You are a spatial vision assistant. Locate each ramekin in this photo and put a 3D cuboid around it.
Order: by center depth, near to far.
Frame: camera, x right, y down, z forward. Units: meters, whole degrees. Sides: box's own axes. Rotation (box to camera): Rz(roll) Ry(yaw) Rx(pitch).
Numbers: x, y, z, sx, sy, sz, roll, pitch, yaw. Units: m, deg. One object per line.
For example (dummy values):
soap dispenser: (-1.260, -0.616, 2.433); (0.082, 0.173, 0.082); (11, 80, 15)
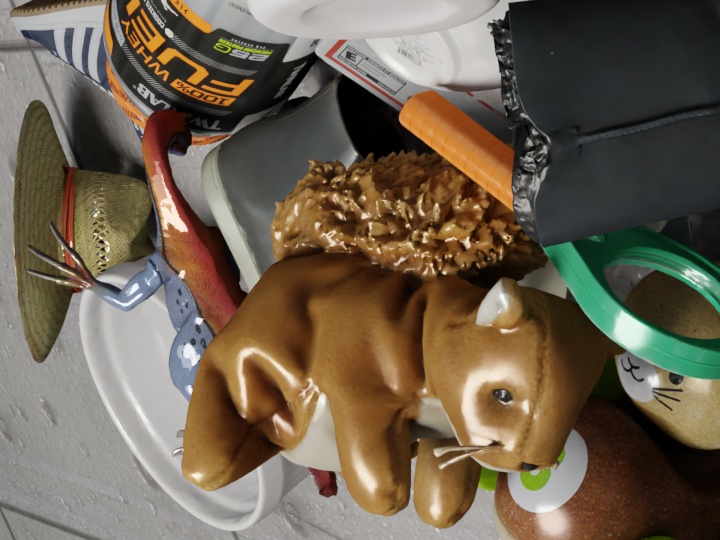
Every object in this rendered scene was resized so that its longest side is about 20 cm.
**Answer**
ramekin: (-0.093, 0.067, 1.360); (0.200, 0.105, 0.200); (36, 143, 33)

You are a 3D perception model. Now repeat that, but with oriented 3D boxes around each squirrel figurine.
squirrel figurine: (0.033, 0.021, 0.942); (0.186, 0.141, 0.201); (-15, 61, 47)

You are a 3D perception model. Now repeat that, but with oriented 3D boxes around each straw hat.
straw hat: (-0.188, -0.031, 1.417); (0.201, 0.085, 0.202); (0, -90, -89)

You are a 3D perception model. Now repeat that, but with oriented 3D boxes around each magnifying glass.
magnifying glass: (0.095, -0.019, 0.889); (0.200, 0.080, 0.022); (42, 127, 25)

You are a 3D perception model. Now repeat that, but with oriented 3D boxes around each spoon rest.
spoon rest: (0.075, -0.099, 0.930); (0.200, 0.061, 0.099); (36, 153, 11)

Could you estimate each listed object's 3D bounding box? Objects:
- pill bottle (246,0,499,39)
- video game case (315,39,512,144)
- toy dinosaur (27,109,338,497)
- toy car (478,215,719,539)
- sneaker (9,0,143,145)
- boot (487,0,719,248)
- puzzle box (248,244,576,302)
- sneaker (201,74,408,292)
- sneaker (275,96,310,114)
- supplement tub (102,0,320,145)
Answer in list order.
pill bottle: (0.001, -0.207, 0.847); (0.112, 0.112, 0.201); (-14, 78, 59)
video game case: (0.075, -0.112, 0.971); (0.143, 0.017, 0.200); (33, 152, -11)
toy dinosaur: (-0.078, 0.005, 1.106); (0.200, 0.105, 0.182); (15, 122, 29)
toy car: (0.149, 0.051, 0.961); (0.164, 0.157, 0.200); (46, 137, 44)
sneaker: (-0.156, -0.135, 1.300); (0.200, 0.070, 0.109); (5, 120, 51)
boot: (0.151, -0.034, 0.841); (0.076, 0.168, 0.201); (-79, -26, -70)
puzzle box: (0.028, 0.005, 1.116); (0.200, 0.025, 0.133); (20, 121, 24)
sneaker: (0.000, 0.000, 1.068); (0.106, 0.075, 0.200); (-30, 92, 37)
sneaker: (0.018, -0.017, 1.180); (0.087, 0.074, 0.200); (-16, 102, 29)
supplement tub: (-0.072, -0.154, 1.107); (0.123, 0.122, 0.200); (54, 150, 7)
